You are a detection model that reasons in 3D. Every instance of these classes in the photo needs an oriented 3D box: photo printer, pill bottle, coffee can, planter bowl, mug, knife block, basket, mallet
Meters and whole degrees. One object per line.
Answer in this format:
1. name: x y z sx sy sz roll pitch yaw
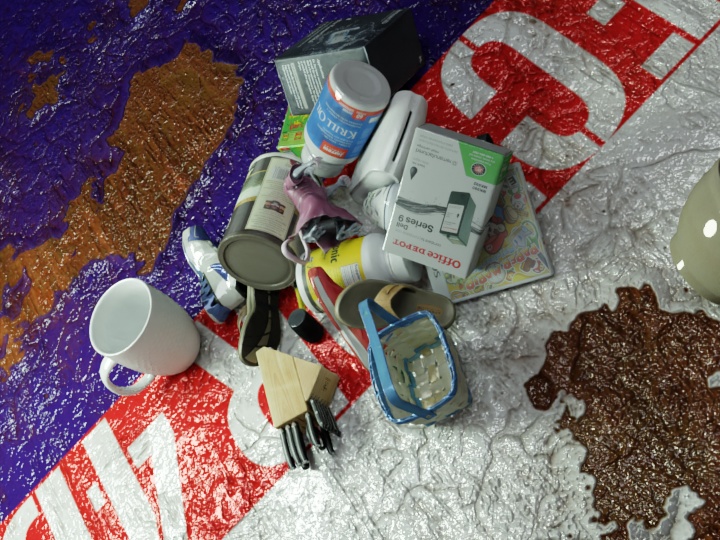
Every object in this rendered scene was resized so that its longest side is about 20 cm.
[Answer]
1. photo printer: 0.049 -0.210 1.727 0.200 0.069 0.168 144 147 -73
2. pill bottle: -0.033 -0.254 1.735 0.201 0.111 0.113 121 145 -47
3. coffee can: -0.157 -0.088 1.788 0.145 0.147 0.201 -9 46 29
4. planter bowl: 0.505 -0.038 1.351 0.135 0.199 0.202 -47 44 39
5. mug: -0.395 0.138 1.835 0.147 0.175 0.201 31 85 40
6. knife block: -0.116 0.236 1.675 0.199 0.064 0.177 14 74 37
7. basket: 0.074 0.147 1.507 0.138 0.200 0.178 -28 53 18
8. pill bottle: 0.000 0.000 1.692 0.198 0.111 0.112 -14 59 26
9. mallet: -0.113 0.035 1.776 0.041 0.066 0.201 -29 53 16

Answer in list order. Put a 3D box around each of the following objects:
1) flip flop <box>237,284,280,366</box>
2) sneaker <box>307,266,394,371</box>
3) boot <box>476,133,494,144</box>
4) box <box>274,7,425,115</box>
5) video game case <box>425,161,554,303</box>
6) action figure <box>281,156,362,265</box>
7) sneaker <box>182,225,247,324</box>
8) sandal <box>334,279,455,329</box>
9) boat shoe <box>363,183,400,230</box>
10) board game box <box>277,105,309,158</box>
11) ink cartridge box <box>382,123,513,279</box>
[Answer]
1. flip flop: -0.189 0.084 1.799 0.057 0.081 0.202 -29 48 37
2. sneaker: 0.005 0.056 1.634 0.115 0.201 0.078 -33 18 0
3. boot: 0.150 -0.137 1.692 0.161 0.073 0.200 -16 53 24
4. box: -0.017 -0.383 1.845 0.198 0.118 0.197 0 32 32
5. video game case: 0.186 -0.054 1.593 0.198 0.023 0.184 -17 93 25
6. action figure: -0.083 -0.111 1.702 0.149 0.134 0.200 -45 49 10
7. sneaker: -0.253 -0.008 1.890 0.115 0.081 0.201 -31 60 11
8. sandal: 0.059 0.056 1.579 0.198 0.054 0.081 7 81 -9
9. boat shoe: 0.035 -0.100 1.666 0.066 0.200 0.074 17 78 5
10. board game box: -0.056 -0.273 1.912 0.198 0.048 0.103 -1 65 32
11. ink cartridge box: 0.133 -0.106 1.542 0.145 0.084 0.202 19 107 12
